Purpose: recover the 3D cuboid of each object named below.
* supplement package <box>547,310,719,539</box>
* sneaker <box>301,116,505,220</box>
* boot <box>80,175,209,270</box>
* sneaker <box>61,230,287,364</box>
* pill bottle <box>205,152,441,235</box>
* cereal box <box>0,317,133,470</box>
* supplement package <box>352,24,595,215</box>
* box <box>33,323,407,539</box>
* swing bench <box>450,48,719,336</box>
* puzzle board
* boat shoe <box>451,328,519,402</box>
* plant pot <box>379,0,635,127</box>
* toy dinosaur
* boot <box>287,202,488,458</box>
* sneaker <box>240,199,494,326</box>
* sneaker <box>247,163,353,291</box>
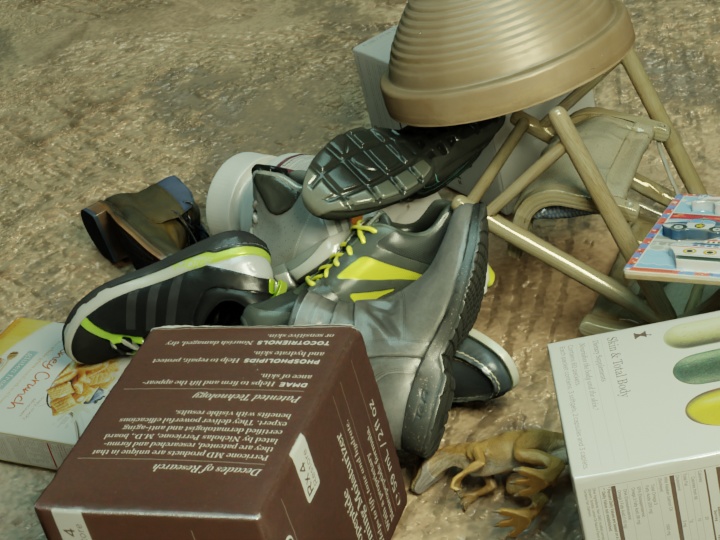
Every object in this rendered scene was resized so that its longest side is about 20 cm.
[{"bbox_3d":[0.235,0.126,1.212,0.200,0.151,0.152,-11,31,5],"label":"supplement package"},{"bbox_3d":[0.035,-0.079,1.506,0.200,0.079,0.075,-27,63,-31],"label":"sneaker"},{"bbox_3d":[-0.173,-0.038,1.723,0.097,0.075,0.200,-31,33,-19],"label":"boot"},{"bbox_3d":[-0.150,0.040,1.503,0.200,0.072,0.083,-28,64,21],"label":"sneaker"},{"bbox_3d":[-0.032,-0.042,1.633,0.200,0.110,0.110,14,42,39],"label":"pill bottle"},{"bbox_3d":[-0.240,0.102,1.563,0.200,0.040,0.144,5,37,30],"label":"cereal box"},{"bbox_3d":[0.107,-0.154,1.740,0.121,0.120,0.200,-30,35,-25],"label":"supplement package"},{"bbox_3d":[-0.086,0.158,1.287,0.164,0.166,0.200,-1,35,22],"label":"box"},{"bbox_3d":[0.204,-0.056,1.486,0.130,0.200,0.199,-43,6,32],"label":"swing bench"},{"bbox_3d":[0.294,-0.022,1.288,0.200,0.017,0.151,4,22,23],"label":"puzzle board"},{"bbox_3d":[0.030,0.074,1.459,0.200,0.075,0.062,12,39,39],"label":"boat shoe"},{"bbox_3d":[0.103,-0.192,1.462,0.201,0.093,0.201,-16,21,6],"label":"plant pot"},{"bbox_3d":[0.127,0.130,1.342,0.200,0.060,0.106,-8,31,12],"label":"toy dinosaur"},{"bbox_3d":[0.014,0.030,1.384,0.132,0.070,0.200,14,72,14],"label":"boot"},{"bbox_3d":[0.000,0.000,1.456,0.200,0.085,0.074,-17,15,-12],"label":"sneaker"},{"bbox_3d":[-0.078,-0.025,1.564,0.200,0.116,0.075,-28,-16,39],"label":"sneaker"}]
